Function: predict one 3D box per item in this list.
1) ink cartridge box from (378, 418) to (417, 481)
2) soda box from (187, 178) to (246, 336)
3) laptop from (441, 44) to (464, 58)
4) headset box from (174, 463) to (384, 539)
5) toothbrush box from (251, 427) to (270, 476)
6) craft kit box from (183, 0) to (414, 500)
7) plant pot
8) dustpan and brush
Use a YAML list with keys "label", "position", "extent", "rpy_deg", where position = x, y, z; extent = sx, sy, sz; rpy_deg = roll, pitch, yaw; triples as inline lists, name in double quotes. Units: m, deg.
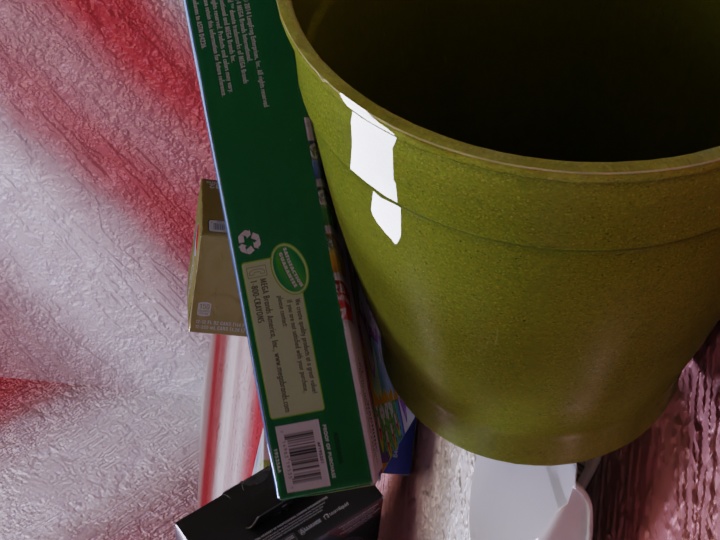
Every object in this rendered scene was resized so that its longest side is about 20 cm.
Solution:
- label: "ink cartridge box"
  position: [0.025, 0.056, 1.124]
  extent: [0.200, 0.046, 0.200]
  rpy_deg: [-175, 92, -78]
- label: "soda box"
  position: [0.000, 0.000, 0.833]
  extent: [0.064, 0.197, 0.068]
  rpy_deg: [-99, 18, -56]
- label: "laptop"
  position: [0.076, -0.145, 0.731]
  extent: [0.187, 0.114, 0.202]
  rpy_deg: [120, 154, -66]
- label: "headset box"
  position: [-0.064, 0.225, 1.118]
  extent: [0.075, 0.148, 0.201]
  rpy_deg: [49, 153, 28]
- label: "toothbrush box"
  position: [-0.069, 0.283, 1.411]
  extent: [0.201, 0.085, 0.147]
  rpy_deg: [-91, 12, -44]
- label: "craft kit box"
  position: [-0.019, -0.017, 0.628]
  extent: [0.198, 0.048, 0.203]
  rpy_deg: [-27, -74, -85]
- label: "plant pot"
  position: [0.071, -0.034, 0.541]
  extent: [0.194, 0.198, 0.202]
  rpy_deg: [89, 178, -47]
- label: "dustpan and brush"
  position: [0.086, 0.134, 0.720]
  extent: [0.140, 0.057, 0.202]
  rpy_deg: [-96, 22, -55]
